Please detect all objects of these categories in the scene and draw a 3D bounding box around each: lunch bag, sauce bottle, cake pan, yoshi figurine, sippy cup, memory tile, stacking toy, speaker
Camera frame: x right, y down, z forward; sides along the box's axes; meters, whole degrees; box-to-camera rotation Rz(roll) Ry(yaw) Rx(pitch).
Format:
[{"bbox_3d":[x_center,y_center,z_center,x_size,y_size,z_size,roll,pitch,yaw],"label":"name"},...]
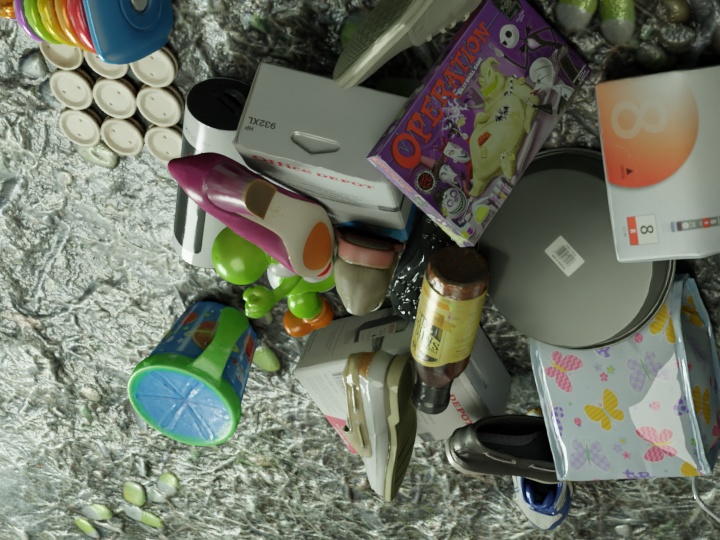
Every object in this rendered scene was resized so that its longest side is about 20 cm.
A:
[{"bbox_3d":[0.273,0.100,1.302,0.168,0.127,0.202,-10,102,30],"label":"lunch bag"},{"bbox_3d":[0.084,0.066,1.280,0.065,0.066,0.201,15,132,8],"label":"sauce bottle"},{"bbox_3d":[0.198,-0.015,1.224,0.199,0.037,0.202,7,107,24],"label":"cake pan"},{"bbox_3d":[-0.093,-0.005,1.322,0.112,0.112,0.200,35,169,24],"label":"yoshi figurine"},{"bbox_3d":[-0.185,0.111,1.496,0.176,0.131,0.140,-10,127,29],"label":"sippy cup"},{"bbox_3d":[-0.252,-0.199,1.308,0.152,0.017,0.201,11,136,12],"label":"memory tile"},{"bbox_3d":[-0.284,-0.252,1.202,0.198,0.116,0.111,4,118,28],"label":"stacking toy"},{"bbox_3d":[-0.147,-0.098,1.318,0.081,0.082,0.201,19,136,4],"label":"speaker"}]

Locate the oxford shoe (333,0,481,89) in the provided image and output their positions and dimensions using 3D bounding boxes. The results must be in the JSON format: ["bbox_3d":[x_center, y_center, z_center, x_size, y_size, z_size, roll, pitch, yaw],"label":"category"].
[{"bbox_3d":[0.058,-0.219,1.074,0.200,0.075,0.058,-44,118,6],"label":"oxford shoe"}]

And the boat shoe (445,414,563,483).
[{"bbox_3d":[0.187,0.188,1.378,0.198,0.067,0.057,3,150,-27],"label":"boat shoe"}]

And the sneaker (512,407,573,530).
[{"bbox_3d":[0.208,0.252,1.503,0.075,0.089,0.201,5,135,15],"label":"sneaker"}]

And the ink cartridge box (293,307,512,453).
[{"bbox_3d":[0.050,0.118,1.440,0.199,0.085,0.146,-12,126,32],"label":"ink cartridge box"}]

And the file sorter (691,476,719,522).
[{"bbox_3d":[0.455,0.189,1.315,0.138,0.125,0.200,38,135,-14],"label":"file sorter"}]

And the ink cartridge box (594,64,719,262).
[{"bbox_3d":[0.309,-0.095,1.102,0.198,0.050,0.164,-5,99,30],"label":"ink cartridge box"}]

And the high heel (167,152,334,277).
[{"bbox_3d":[-0.097,-0.051,1.188,0.095,0.068,0.200,21,175,29],"label":"high heel"}]

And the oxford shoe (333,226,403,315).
[{"bbox_3d":[0.000,0.000,1.276,0.070,0.200,0.076,13,97,5],"label":"oxford shoe"}]

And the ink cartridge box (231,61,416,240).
[{"bbox_3d":[-0.022,-0.105,1.189,0.144,0.084,0.200,15,169,9],"label":"ink cartridge box"}]

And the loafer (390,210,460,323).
[{"bbox_3d":[0.080,-0.021,1.304,0.068,0.071,0.201,24,139,5],"label":"loafer"}]

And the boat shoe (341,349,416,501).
[{"bbox_3d":[0.019,0.164,1.392,0.068,0.075,0.201,13,128,17],"label":"boat shoe"}]

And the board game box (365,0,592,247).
[{"bbox_3d":[0.105,-0.135,1.102,0.120,0.201,0.032,39,164,-15],"label":"board game box"}]
